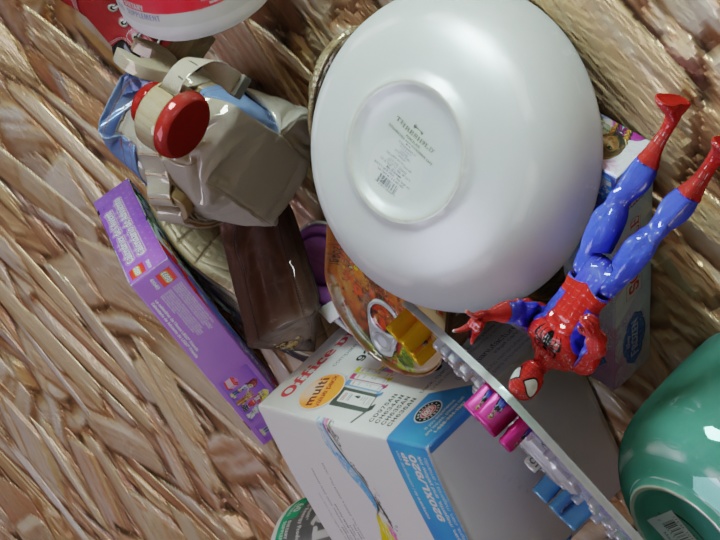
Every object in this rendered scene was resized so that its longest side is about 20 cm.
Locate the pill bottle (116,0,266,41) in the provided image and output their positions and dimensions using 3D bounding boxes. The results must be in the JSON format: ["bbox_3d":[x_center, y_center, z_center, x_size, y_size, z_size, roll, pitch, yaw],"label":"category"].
[{"bbox_3d":[-0.127,-0.258,1.426,0.112,0.112,0.201,26,145,39],"label":"pill bottle"}]

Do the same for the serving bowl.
[{"bbox_3d":[0.044,-0.072,1.337,0.199,0.066,0.202,4,97,35],"label":"serving bowl"}]

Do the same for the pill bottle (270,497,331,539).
[{"bbox_3d":[0.028,0.218,1.775,0.199,0.113,0.114,-22,108,46],"label":"pill bottle"}]

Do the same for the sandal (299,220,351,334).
[{"bbox_3d":[-0.003,0.007,1.603,0.050,0.083,0.202,29,171,-38],"label":"sandal"}]

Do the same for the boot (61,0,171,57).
[{"bbox_3d":[-0.170,-0.215,1.599,0.144,0.072,0.200,48,162,2],"label":"boot"}]

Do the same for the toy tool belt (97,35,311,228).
[{"bbox_3d":[-0.123,-0.100,1.504,0.122,0.126,0.200,31,-177,28],"label":"toy tool belt"}]

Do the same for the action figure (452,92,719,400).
[{"bbox_3d":[0.129,-0.002,1.267,0.065,0.099,0.201,39,115,21],"label":"action figure"}]

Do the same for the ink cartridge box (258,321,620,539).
[{"bbox_3d":[0.057,0.121,1.595,0.199,0.147,0.145,9,133,52],"label":"ink cartridge box"}]

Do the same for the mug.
[{"bbox_3d":[0.245,0.136,1.361,0.184,0.114,0.153,25,144,41],"label":"mug"}]

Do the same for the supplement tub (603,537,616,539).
[{"bbox_3d":[0.207,0.309,1.617,0.200,0.140,0.140,49,154,-1],"label":"supplement tub"}]

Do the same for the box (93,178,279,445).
[{"bbox_3d":[-0.133,0.033,1.792,0.200,0.039,0.137,54,-178,-35],"label":"box"}]

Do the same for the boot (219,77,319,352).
[{"bbox_3d":[-0.097,-0.020,1.664,0.186,0.064,0.202,-35,72,61],"label":"boot"}]

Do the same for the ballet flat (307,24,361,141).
[{"bbox_3d":[-0.008,-0.095,1.512,0.065,0.070,0.201,-124,20,-43],"label":"ballet flat"}]

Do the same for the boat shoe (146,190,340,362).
[{"bbox_3d":[-0.096,0.001,1.761,0.200,0.072,0.065,42,153,11],"label":"boat shoe"}]

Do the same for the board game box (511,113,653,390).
[{"bbox_3d":[0.099,-0.044,1.433,0.199,0.041,0.201,33,149,31],"label":"board game box"}]

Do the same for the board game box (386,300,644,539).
[{"bbox_3d":[0.109,0.118,1.389,0.200,0.026,0.200,48,178,-22],"label":"board game box"}]

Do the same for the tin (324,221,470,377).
[{"bbox_3d":[0.029,-0.015,1.471,0.112,0.042,0.201,39,145,29],"label":"tin"}]
